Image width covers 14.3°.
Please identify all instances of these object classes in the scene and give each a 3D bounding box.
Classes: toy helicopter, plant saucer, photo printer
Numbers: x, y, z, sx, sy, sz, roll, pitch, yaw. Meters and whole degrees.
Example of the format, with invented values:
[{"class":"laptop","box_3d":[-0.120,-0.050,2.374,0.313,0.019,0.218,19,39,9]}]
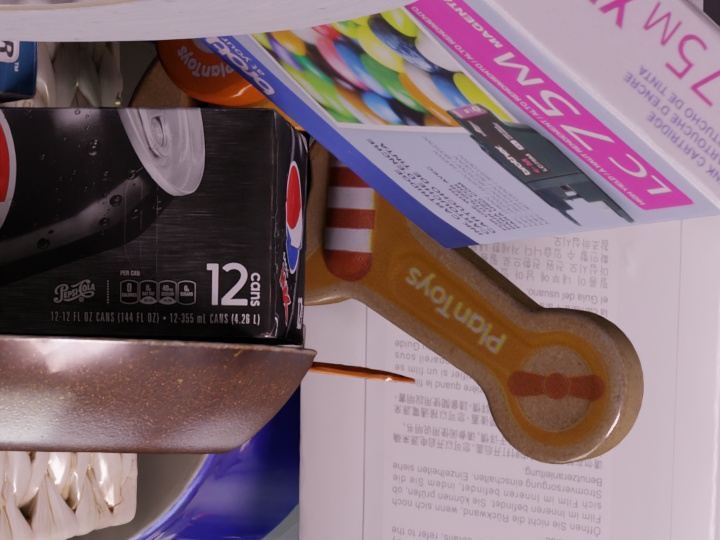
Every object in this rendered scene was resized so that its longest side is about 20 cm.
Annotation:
[{"class":"toy helicopter","box_3d":[0.000,0.000,0.886,0.200,0.133,0.079,37,-166,25]},{"class":"plant saucer","box_3d":[-0.112,0.035,0.804,0.199,0.032,0.200,2,176,0]},{"class":"photo printer","box_3d":[0.058,0.056,0.956,0.165,0.201,0.069,5,-169,26]}]

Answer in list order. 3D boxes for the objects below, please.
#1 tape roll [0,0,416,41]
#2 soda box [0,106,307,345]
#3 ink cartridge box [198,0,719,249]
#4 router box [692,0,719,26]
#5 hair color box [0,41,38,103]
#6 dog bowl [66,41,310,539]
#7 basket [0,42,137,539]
[{"class":"tape roll","box_3d":[-0.082,-0.086,0.518,0.199,0.067,0.200,1,178,0]},{"class":"soda box","box_3d":[-0.116,-0.012,0.800,0.199,0.064,0.071,0,177,6]},{"class":"ink cartridge box","box_3d":[0.015,-0.057,0.729,0.119,0.042,0.200,40,167,-15]},{"class":"router box","box_3d":[0.134,-0.069,0.852,0.199,0.053,0.157,1,176,3]},{"class":"hair color box","box_3d":[-0.192,-0.078,0.752,0.199,0.061,0.100,3,177,-41]},{"class":"dog bowl","box_3d":[-0.081,0.011,1.064,0.199,0.201,0.079,-2,174,43]},{"class":"basket","box_3d":[-0.159,0.000,0.984,0.123,0.201,0.135,-4,-178,-44]}]
